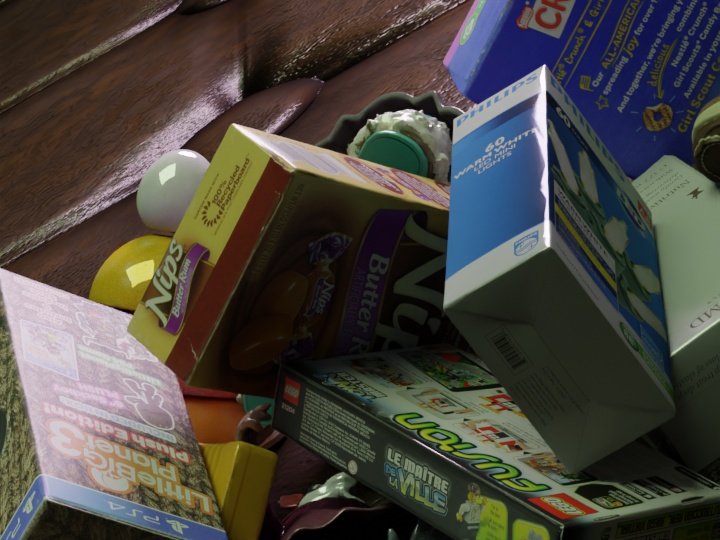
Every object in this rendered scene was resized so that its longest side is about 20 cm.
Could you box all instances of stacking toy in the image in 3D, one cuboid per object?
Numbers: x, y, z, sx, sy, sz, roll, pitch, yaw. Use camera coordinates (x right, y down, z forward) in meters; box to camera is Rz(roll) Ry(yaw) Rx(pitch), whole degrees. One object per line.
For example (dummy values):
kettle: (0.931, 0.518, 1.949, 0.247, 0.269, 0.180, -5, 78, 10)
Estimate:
stacking toy: (-0.109, 0.031, 1.374, 0.146, 0.146, 0.200, 15, 95, 63)

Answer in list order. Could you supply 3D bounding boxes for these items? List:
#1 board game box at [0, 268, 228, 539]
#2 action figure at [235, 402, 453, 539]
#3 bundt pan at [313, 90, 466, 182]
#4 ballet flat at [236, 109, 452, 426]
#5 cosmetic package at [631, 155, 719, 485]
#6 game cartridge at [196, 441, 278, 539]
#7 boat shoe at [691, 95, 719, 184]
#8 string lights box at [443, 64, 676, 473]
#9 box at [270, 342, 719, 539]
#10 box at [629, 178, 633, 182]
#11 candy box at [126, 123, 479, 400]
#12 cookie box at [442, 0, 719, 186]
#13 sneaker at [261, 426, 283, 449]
board game box: (-0.156, 0.125, 1.163, 0.159, 0.097, 0.200, -59, 28, 20)
action figure: (-0.003, 0.146, 1.201, 0.134, 0.149, 0.200, 7, -2, -12)
bundt pan: (0.025, 0.003, 1.383, 0.202, 0.076, 0.202, -27, 51, 38)
ballet flat: (0.000, 0.000, 1.301, 0.200, 0.072, 0.072, -62, 9, 24)
cosmetic package: (0.164, 0.024, 1.208, 0.113, 0.081, 0.200, -36, 20, -4)
game cartridge: (-0.116, 0.171, 1.192, 0.200, 0.032, 0.176, -13, 60, 62)
boat shoe: (0.254, -0.042, 1.170, 0.202, 0.075, 0.075, 5, 56, 23)
string lights box: (0.091, -0.006, 1.127, 0.059, 0.103, 0.200, -31, 22, 18)
box: (0.062, 0.087, 1.119, 0.110, 0.035, 0.200, -6, 22, -39)
box: (0.153, -0.041, 1.432, 0.200, 0.039, 0.041, -38, 19, -15)
candy box: (-0.007, 0.006, 1.196, 0.056, 0.200, 0.117, 38, 107, 37)
cookie box: (0.172, -0.135, 1.309, 0.171, 0.200, 0.075, -62, 16, 12)
sneaker: (-0.066, 0.030, 1.515, 0.067, 0.090, 0.200, -22, 23, 26)
